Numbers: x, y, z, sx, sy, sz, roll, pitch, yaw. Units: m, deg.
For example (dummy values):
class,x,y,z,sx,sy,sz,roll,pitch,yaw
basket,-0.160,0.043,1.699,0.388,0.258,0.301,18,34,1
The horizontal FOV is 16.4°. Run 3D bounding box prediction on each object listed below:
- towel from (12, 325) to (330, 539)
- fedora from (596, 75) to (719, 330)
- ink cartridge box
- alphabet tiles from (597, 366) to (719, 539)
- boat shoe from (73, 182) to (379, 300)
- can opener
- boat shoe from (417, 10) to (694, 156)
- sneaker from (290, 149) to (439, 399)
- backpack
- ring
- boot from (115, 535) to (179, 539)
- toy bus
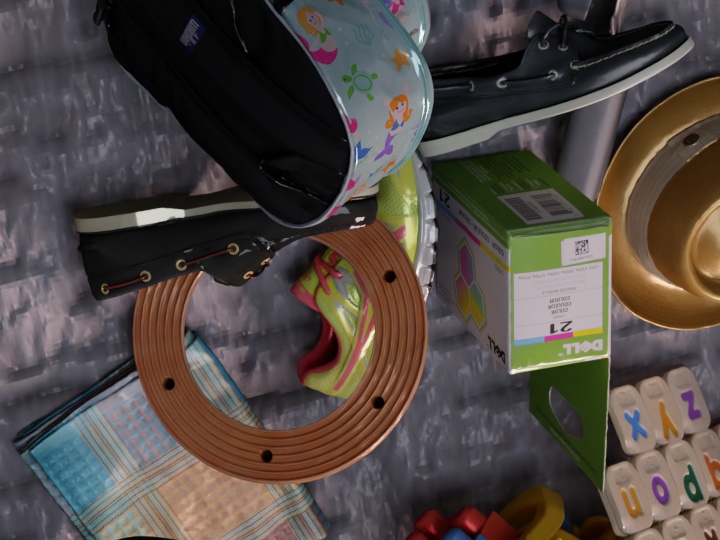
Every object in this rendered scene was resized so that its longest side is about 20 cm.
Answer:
class,x,y,z,sx,sy,sz,roll,pitch,yaw
towel,-0.125,0.149,1.723,0.147,0.022,0.200,-35,118,-3
fedora,0.264,-0.038,1.754,0.200,0.082,0.201,-7,113,-18
ink cartridge box,0.109,0.038,1.691,0.076,0.148,0.200,-8,113,-16
alphabet tiles,0.236,0.169,1.780,0.200,0.015,0.196,-13,79,-53
boat shoe,-0.083,-0.023,1.617,0.201,0.074,0.063,-10,100,8
can opener,0.153,-0.145,1.702,0.067,0.053,0.200,17,107,9
boat shoe,0.118,-0.137,1.647,0.199,0.075,0.066,-18,102,26
sneaker,0.000,0.000,1.681,0.090,0.078,0.200,3,106,-11
backpack,-0.045,-0.134,1.527,0.151,0.178,0.200,-30,75,-31
ring,-0.053,0.040,1.648,0.200,0.019,0.201,-1,84,12
boot,-0.165,0.287,1.719,0.186,0.064,0.200,-6,112,14
toy bus,0.126,0.224,1.777,0.192,0.200,0.136,42,131,0
